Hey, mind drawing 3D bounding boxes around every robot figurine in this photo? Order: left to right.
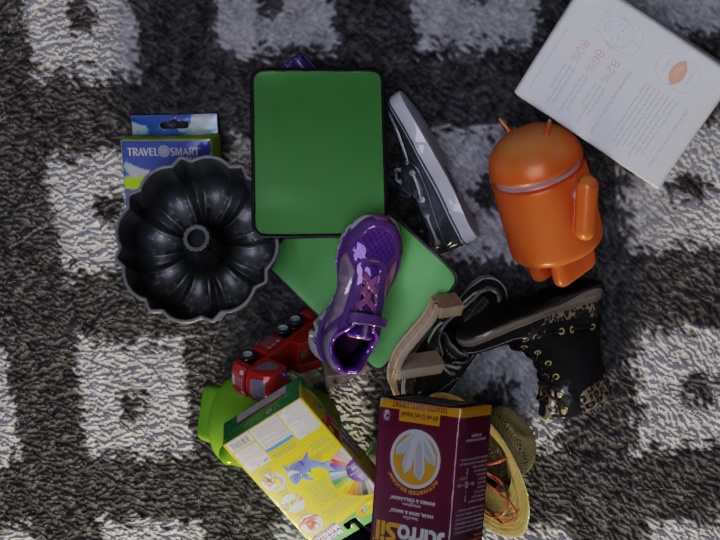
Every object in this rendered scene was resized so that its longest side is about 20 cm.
[{"bbox_3d":[-0.109,0.194,1.721,0.198,0.175,0.118,8,87,31],"label":"robot figurine"},{"bbox_3d":[0.216,-0.084,1.600,0.115,0.144,0.202,-16,113,7],"label":"robot figurine"}]

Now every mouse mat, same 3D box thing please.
[{"bbox_3d":[-0.048,-0.138,1.608,0.158,0.008,0.203,0,82,-5],"label":"mouse mat"},{"bbox_3d":[0.000,0.000,1.639,0.200,0.008,0.161,43,108,5],"label":"mouse mat"}]

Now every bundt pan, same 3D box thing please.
[{"bbox_3d":[-0.188,-0.029,1.643,0.199,0.076,0.205,-1,77,5],"label":"bundt pan"}]

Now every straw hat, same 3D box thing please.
[{"bbox_3d":[0.169,0.220,1.705,0.085,0.200,0.203,-29,100,-27],"label":"straw hat"}]

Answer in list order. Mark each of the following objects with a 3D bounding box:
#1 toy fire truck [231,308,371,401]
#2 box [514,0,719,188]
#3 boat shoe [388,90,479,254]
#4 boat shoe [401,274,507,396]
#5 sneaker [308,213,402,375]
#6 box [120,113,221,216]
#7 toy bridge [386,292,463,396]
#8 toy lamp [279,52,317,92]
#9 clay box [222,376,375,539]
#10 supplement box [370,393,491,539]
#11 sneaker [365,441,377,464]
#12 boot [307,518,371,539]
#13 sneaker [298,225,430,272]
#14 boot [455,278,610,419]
[{"bbox_3d":[-0.045,0.107,1.689,0.140,0.199,0.049,22,130,32],"label":"toy fire truck"},{"bbox_3d":[0.298,-0.216,1.567,0.199,0.106,0.153,34,106,1],"label":"box"},{"bbox_3d":[0.071,-0.114,1.657,0.067,0.072,0.202,-24,105,13],"label":"boat shoe"},{"bbox_3d":[0.110,0.093,1.700,0.070,0.064,0.201,32,107,1],"label":"boat shoe"},{"bbox_3d":[0.002,0.035,1.579,0.079,0.089,0.202,13,112,-16],"label":"sneaker"},{"bbox_3d":[-0.231,-0.091,1.725,0.120,0.048,0.203,0,105,10],"label":"box"},{"bbox_3d":[0.066,0.113,1.646,0.066,0.027,0.202,-7,134,-28],"label":"toy bridge"},{"bbox_3d":[-0.036,-0.166,1.668,0.058,0.058,0.202,-26,101,15],"label":"toy lamp"},{"bbox_3d":[-0.059,0.231,1.625,0.114,0.048,0.201,-31,118,13],"label":"clay box"},{"bbox_3d":[0.081,0.251,1.600,0.109,0.085,0.203,4,90,31],"label":"supplement box"},{"bbox_3d":[0.074,0.306,1.719,0.200,0.140,0.078,45,107,-3],"label":"sneaker"},{"bbox_3d":[0.014,0.394,1.741,0.196,0.163,0.074,24,105,3],"label":"boot"},{"bbox_3d":[-0.003,0.000,1.697,0.197,0.077,0.089,2,134,23],"label":"sneaker"},{"bbox_3d":[0.214,0.106,1.650,0.198,0.073,0.153,-20,108,-25],"label":"boot"}]
